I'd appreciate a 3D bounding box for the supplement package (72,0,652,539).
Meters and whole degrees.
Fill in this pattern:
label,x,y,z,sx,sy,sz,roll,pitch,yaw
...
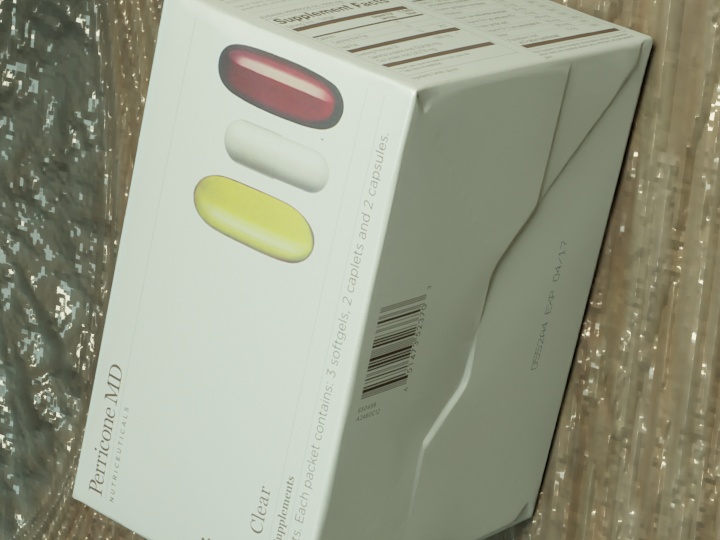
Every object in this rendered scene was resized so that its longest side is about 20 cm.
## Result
label,x,y,z,sx,sy,sz,roll,pitch,yaw
supplement package,0.000,0.000,0.948,0.111,0.156,0.200,25,114,31
